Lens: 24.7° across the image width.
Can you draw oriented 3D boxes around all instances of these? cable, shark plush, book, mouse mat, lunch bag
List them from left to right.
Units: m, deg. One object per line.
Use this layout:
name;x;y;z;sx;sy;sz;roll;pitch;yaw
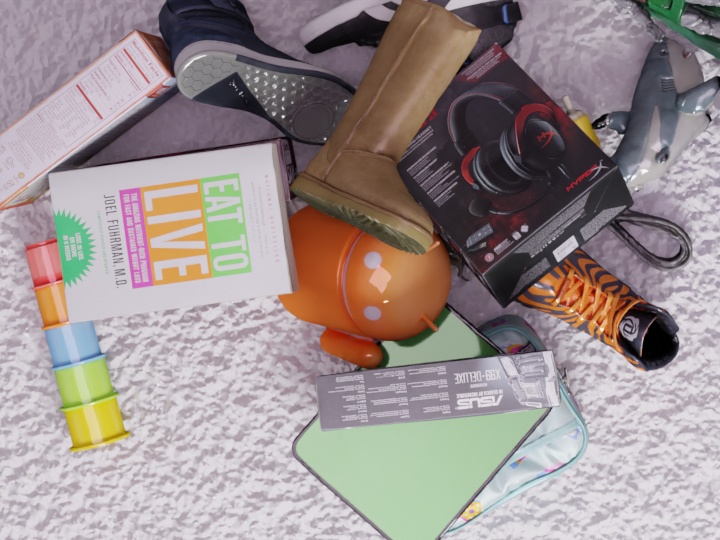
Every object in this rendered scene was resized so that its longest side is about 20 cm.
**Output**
book;-0.163;-0.033;1.435;0.200;0.048;0.134;-8;92;7
mouse mat;0.055;0.141;1.491;0.161;0.008;0.200;41;93;7
lunch bag;0.109;0.146;1.536;0.200;0.077;0.160;-30;93;6
cable;0.219;-0.061;1.523;0.097;0.050;0.200;-42;91;8
shark plush;0.249;-0.119;1.499;0.083;0.091;0.200;37;88;13

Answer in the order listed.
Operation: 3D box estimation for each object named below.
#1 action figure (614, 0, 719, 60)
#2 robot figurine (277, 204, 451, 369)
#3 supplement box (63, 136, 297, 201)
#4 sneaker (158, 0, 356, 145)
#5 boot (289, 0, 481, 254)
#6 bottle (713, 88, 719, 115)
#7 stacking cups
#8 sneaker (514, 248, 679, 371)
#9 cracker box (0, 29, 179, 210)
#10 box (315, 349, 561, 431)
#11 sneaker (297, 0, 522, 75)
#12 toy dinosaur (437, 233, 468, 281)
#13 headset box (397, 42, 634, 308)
action figure;0.278;-0.248;1.474;0.200;0.055;0.118;29;139;25
robot figurine;0.000;-0.002;1.472;0.144;0.200;0.117;-56;130;-19
supplement box;-0.161;-0.079;1.506;0.200;0.109;0.061;-9;95;4
sneaker;-0.092;-0.195;1.502;0.202;0.146;0.077;19;118;-34
boot;0.041;-0.127;1.389;0.066;0.175;0.200;38;82;-46
bottle;0.388;-0.093;1.474;0.084;0.065;0.200;-42;118;3
stacking cups;-0.271;0.068;1.557;0.060;0.061;0.200;-15;90;3
sneaker;0.212;0.026;1.467;0.200;0.112;0.078;23;97;-29
cracker box;-0.254;-0.136;1.490;0.200;0.134;0.058;-36;93;4
box;0.071;0.102;1.410;0.200;0.158;0.050;-7;86;5
sneaker;0.052;-0.211;1.503;0.200;0.073;0.112;-22;95;4
toy dinosaur;0.123;-0.036;1.510;0.088;0.047;0.200;40;107;8
headset box;0.116;-0.091;1.437;0.149;0.075;0.200;-38;57;0
